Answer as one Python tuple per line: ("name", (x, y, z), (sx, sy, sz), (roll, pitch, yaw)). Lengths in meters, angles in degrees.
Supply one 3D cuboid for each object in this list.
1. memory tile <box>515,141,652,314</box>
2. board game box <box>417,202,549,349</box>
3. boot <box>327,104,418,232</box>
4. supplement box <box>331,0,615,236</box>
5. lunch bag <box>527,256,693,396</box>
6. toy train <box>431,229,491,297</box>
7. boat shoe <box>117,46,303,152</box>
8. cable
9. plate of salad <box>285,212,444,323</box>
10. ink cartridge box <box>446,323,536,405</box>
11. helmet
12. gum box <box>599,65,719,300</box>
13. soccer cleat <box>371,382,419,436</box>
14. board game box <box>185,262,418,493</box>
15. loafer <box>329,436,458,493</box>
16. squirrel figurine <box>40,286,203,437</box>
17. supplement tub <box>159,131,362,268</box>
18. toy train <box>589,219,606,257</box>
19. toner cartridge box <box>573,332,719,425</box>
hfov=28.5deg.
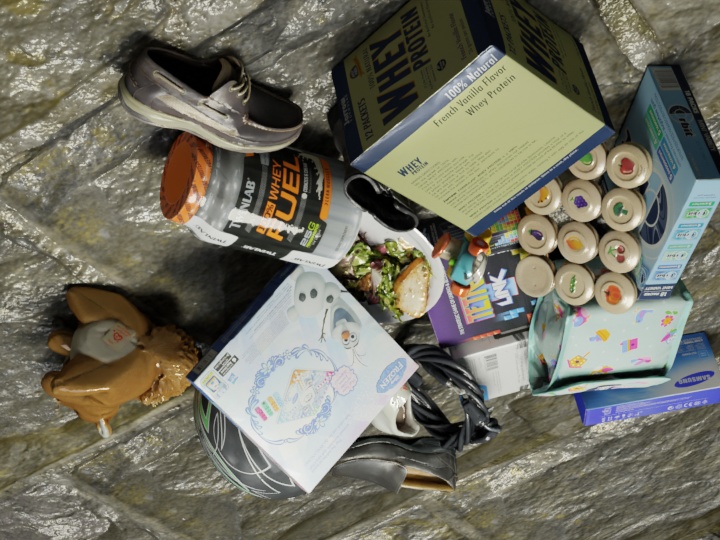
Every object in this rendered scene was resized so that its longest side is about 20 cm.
("memory tile", (0.248, -0.055, 1.602), (0.017, 0.152, 0.202), (-27, 125, -52))
("board game box", (0.153, 0.004, 1.751), (0.164, 0.057, 0.201), (-17, 142, 4))
("boot", (0.044, -0.091, 1.540), (0.199, 0.133, 0.070), (22, 130, -36))
("supplement box", (0.112, -0.173, 1.454), (0.199, 0.135, 0.200), (26, 128, -38))
("lunch bag", (0.301, 0.083, 1.754), (0.168, 0.123, 0.201), (-5, 134, -12))
("toy train", (0.132, -0.074, 1.585), (0.055, 0.202, 0.150), (22, 161, 0))
("boat shoe", (-0.143, -0.174, 1.433), (0.198, 0.075, 0.073), (9, 138, -27))
("cable", (0.098, 0.166, 1.867), (0.163, 0.051, 0.200), (49, 159, -8))
("plate of salad", (0.000, 0.000, 1.665), (0.198, 0.048, 0.201), (12, 139, 10))
("ink cartridge box", (0.215, 0.098, 1.873), (0.198, 0.068, 0.116), (-15, 142, 0))
("helmet", (-0.111, 0.176, 1.748), (0.191, 0.199, 0.201), (-49, 149, -23))
("gum box", (0.332, -0.096, 1.581), (0.044, 0.171, 0.201), (-3, 142, -13))
("soccer cleat", (0.028, 0.137, 1.841), (0.077, 0.069, 0.201), (17, 142, 36))
("board game box", (-0.065, 0.116, 1.637), (0.200, 0.043, 0.199), (-47, 111, -11))
("loafer", (0.049, 0.288, 2.064), (0.198, 0.073, 0.073), (-2, 142, -12))
("squirrel figurine", (-0.288, 0.130, 1.728), (0.198, 0.143, 0.187), (3, 146, -15))
("supplement tub", (-0.106, -0.079, 1.522), (0.198, 0.123, 0.123), (13, 136, -29))
("toy train", (0.320, -0.005, 1.793), (0.034, 0.046, 0.200), (-27, 140, 18))
("toner cartridge box", (0.394, 0.150, 1.968), (0.198, 0.096, 0.043), (-10, 142, -4))
